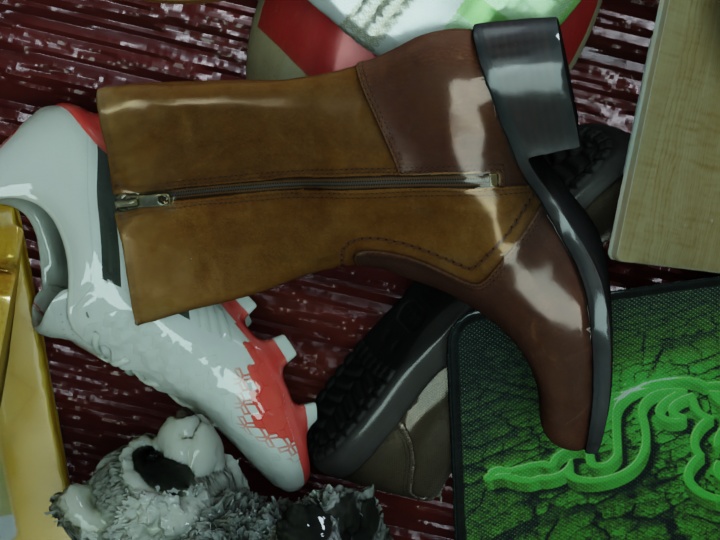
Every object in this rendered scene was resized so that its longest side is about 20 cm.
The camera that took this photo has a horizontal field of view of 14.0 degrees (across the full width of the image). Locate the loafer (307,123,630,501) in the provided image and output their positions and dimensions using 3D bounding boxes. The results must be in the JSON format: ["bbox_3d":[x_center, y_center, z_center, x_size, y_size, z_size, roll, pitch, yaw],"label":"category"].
[{"bbox_3d":[0.060,0.021,1.297,0.071,0.073,0.200,36,102,-25],"label":"loafer"}]

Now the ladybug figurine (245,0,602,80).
[{"bbox_3d":[0.031,-0.116,1.273,0.136,0.072,0.200,35,93,-5],"label":"ladybug figurine"}]

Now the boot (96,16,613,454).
[{"bbox_3d":[0.000,0.000,1.213,0.199,0.069,0.189,-11,111,7],"label":"boot"}]

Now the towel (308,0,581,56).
[{"bbox_3d":[0.016,-0.175,1.216,0.200,0.031,0.149,39,93,-10],"label":"towel"}]

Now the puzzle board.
[{"bbox_3d":[0.174,-0.097,1.266,0.150,0.017,0.201,6,97,-43],"label":"puzzle board"}]

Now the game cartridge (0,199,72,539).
[{"bbox_3d":[-0.235,0.068,1.302,0.199,0.032,0.177,-11,96,-2],"label":"game cartridge"}]

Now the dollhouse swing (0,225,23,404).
[{"bbox_3d":[-0.240,0.089,1.178,0.175,0.182,0.201,11,62,-4],"label":"dollhouse swing"}]

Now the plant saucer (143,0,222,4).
[{"bbox_3d":[-0.073,-0.213,1.260,0.200,0.032,0.201,-1,85,10],"label":"plant saucer"}]

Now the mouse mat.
[{"bbox_3d":[0.137,0.078,1.294,0.199,0.008,0.161,-8,115,-9],"label":"mouse mat"}]

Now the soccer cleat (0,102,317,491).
[{"bbox_3d":[-0.095,0.021,1.277,0.085,0.069,0.200,-35,97,-18],"label":"soccer cleat"}]

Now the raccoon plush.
[{"bbox_3d":[-0.067,0.160,1.235,0.134,0.097,0.201,2,76,21],"label":"raccoon plush"}]
